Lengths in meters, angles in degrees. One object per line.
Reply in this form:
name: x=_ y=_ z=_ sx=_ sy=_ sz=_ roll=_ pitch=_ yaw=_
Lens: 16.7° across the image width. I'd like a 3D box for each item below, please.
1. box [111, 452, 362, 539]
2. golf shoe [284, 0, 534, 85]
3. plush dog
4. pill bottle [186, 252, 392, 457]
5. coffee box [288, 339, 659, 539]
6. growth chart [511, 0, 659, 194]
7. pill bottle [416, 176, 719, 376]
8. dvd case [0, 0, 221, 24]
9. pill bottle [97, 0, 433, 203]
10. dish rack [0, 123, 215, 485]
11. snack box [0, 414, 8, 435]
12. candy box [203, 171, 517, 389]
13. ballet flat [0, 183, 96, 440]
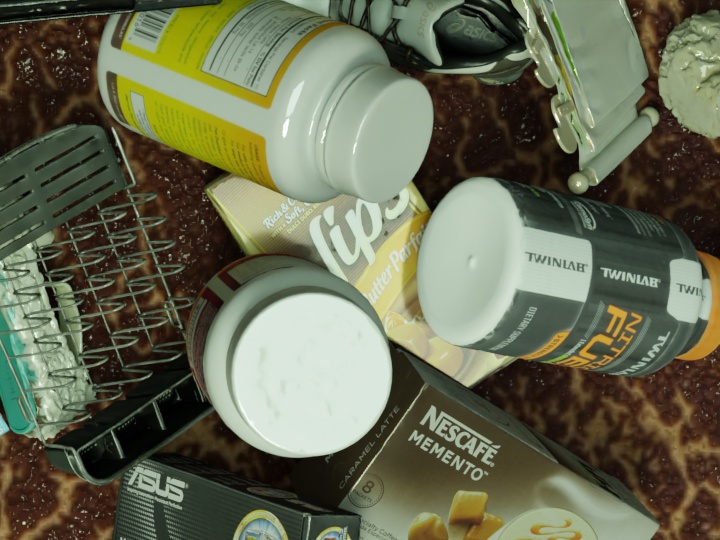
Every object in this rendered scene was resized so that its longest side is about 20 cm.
box: x=-0.086 y=0.208 z=1.508 sx=0.044 sy=0.199 sz=0.162 roll=4 pitch=95 yaw=-40
golf shoe: x=0.019 y=-0.166 z=1.546 sx=0.198 sy=0.094 sz=0.078 roll=8 pitch=94 yaw=-5
plush dog: x=0.312 y=-0.098 z=1.568 sx=0.171 sy=0.160 sz=0.201 roll=-27 pitch=96 yaw=-27
pill bottle: x=-0.041 y=0.050 z=1.440 sx=0.109 sy=0.200 sz=0.111 roll=-1 pitch=95 yaw=-9
coffee box: x=0.072 y=0.145 z=1.541 sx=0.199 sy=0.080 sz=0.115 roll=33 pitch=97 yaw=-26
growth chart: x=0.137 y=-0.158 z=1.550 sx=0.018 sy=0.144 sz=0.201 roll=-12 pitch=99 yaw=36
pill bottle: x=0.141 y=0.008 z=1.538 sx=0.199 sy=0.106 sz=0.107 roll=10 pitch=93 yaw=-35
dvd case: x=-0.189 y=-0.196 z=1.504 sx=0.198 sy=0.143 sz=0.018 roll=-6 pitch=126 yaw=-6
pill bottle: x=-0.056 y=-0.109 z=1.487 sx=0.199 sy=0.109 sz=0.110 roll=24 pitch=91 yaw=32
dish rack: x=-0.164 y=0.014 z=1.514 sx=0.153 sy=0.054 sz=0.201 roll=-35 pitch=110 yaw=-40
snack box: x=-0.319 y=0.044 z=1.529 sx=0.116 sy=0.037 sz=0.201 roll=-33 pitch=96 yaw=-27
candy box: x=0.000 y=0.000 z=1.572 sx=0.115 sy=0.055 sz=0.201 roll=-33 pitch=97 yaw=-3
ballet flat: x=-0.218 y=0.007 z=1.553 sx=0.071 sy=0.072 sz=0.202 roll=-16 pitch=97 yaw=-5
